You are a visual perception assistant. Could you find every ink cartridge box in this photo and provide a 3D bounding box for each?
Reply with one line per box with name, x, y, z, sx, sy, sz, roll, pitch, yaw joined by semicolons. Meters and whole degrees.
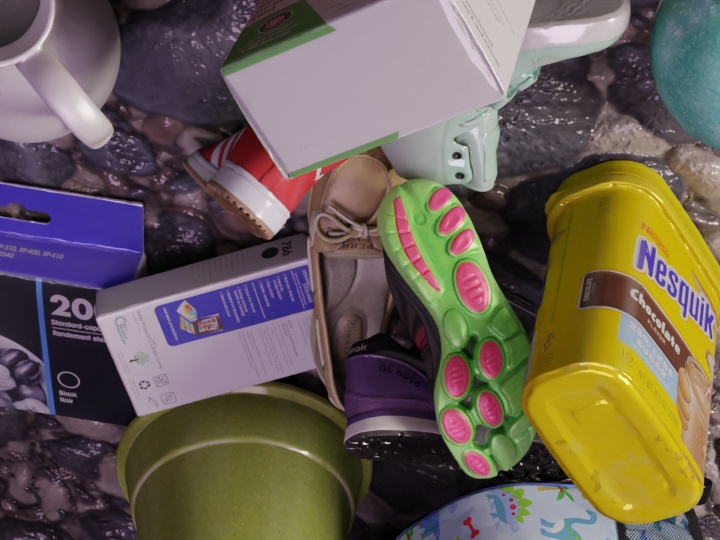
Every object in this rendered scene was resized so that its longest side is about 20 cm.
ink cartridge box;-0.082;0.035;1.360;0.200;0.039;0.100;-14;125;4
ink cartridge box;-0.257;0.023;1.413;0.198;0.043;0.200;8;129;8
ink cartridge box;0.021;-0.157;1.090;0.146;0.200;0.084;-19;119;26

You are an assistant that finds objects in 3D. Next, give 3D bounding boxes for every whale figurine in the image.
whale figurine;0.266;-0.138;1.105;0.200;0.104;0.159;-22;121;28

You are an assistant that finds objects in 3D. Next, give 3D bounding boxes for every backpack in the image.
backpack;0.137;0.229;1.359;0.200;0.147;0.183;8;148;-29

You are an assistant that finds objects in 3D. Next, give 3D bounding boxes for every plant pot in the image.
plant pot;-0.089;0.217;1.402;0.200;0.190;0.200;-1;132;-1

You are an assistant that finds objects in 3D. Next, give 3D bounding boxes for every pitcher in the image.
pitcher;-0.200;-0.129;1.156;0.121;0.200;0.172;-36;82;-4

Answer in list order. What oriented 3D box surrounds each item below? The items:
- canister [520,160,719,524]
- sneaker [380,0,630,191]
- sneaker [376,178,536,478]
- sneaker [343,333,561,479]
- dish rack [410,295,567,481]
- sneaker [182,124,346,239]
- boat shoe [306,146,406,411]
canister;0.173;0.046;1.218;0.086;0.200;0.149;-21;122;29
sneaker;0.091;-0.114;1.187;0.200;0.074;0.118;-8;121;32
sneaker;0.066;0.036;1.225;0.077;0.084;0.200;-16;92;-2
sneaker;0.078;0.088;1.294;0.200;0.088;0.076;13;152;-34
dish rack;0.121;0.100;1.374;0.200;0.055;0.153;28;131;-10
sneaker;-0.052;-0.083;1.225;0.071;0.200;0.113;42;87;-14
boat shoe;-0.003;0.001;1.283;0.073;0.063;0.201;3;122;-8
